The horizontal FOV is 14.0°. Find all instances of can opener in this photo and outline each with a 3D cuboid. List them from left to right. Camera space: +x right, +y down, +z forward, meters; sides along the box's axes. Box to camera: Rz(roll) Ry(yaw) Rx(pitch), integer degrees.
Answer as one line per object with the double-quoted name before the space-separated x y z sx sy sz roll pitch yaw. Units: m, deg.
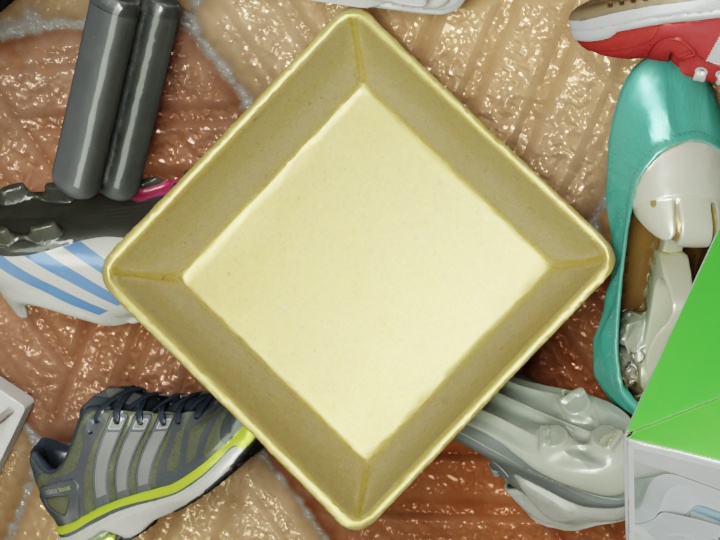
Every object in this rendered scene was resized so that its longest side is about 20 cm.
"can opener" -0.133 -0.140 1.589 0.067 0.053 0.201 32 114 46

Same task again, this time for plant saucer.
"plant saucer" 0.000 0.000 1.538 0.200 0.048 0.200 44 92 10

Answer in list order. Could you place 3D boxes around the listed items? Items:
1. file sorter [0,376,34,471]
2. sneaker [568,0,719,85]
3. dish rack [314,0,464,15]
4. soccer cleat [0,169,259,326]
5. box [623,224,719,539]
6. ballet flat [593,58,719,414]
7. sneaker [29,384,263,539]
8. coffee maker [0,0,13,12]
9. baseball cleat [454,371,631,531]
"file sorter" -0.313 0.137 1.739 0.139 0.125 0.200 33 120 8
"sneaker" 0.207 -0.096 1.447 0.199 0.071 0.113 -6 107 13
"dish rack" -0.020 -0.208 1.478 0.171 0.044 0.200 9 139 15
"soccer cleat" -0.117 -0.007 1.641 0.199 0.070 0.087 2 135 18
"box" 0.200 0.076 1.424 0.096 0.200 0.177 14 139 19
"ballet flat" 0.162 -0.011 1.507 0.067 0.070 0.201 -5 116 -17
"sneaker" -0.117 0.096 1.672 0.200 0.074 0.081 -34 92 28
"coffee maker" -0.251 -0.225 1.562 0.200 0.135 0.192 47 121 -2
"baseball cleat" 0.066 0.085 1.591 0.200 0.070 0.107 30 151 30
